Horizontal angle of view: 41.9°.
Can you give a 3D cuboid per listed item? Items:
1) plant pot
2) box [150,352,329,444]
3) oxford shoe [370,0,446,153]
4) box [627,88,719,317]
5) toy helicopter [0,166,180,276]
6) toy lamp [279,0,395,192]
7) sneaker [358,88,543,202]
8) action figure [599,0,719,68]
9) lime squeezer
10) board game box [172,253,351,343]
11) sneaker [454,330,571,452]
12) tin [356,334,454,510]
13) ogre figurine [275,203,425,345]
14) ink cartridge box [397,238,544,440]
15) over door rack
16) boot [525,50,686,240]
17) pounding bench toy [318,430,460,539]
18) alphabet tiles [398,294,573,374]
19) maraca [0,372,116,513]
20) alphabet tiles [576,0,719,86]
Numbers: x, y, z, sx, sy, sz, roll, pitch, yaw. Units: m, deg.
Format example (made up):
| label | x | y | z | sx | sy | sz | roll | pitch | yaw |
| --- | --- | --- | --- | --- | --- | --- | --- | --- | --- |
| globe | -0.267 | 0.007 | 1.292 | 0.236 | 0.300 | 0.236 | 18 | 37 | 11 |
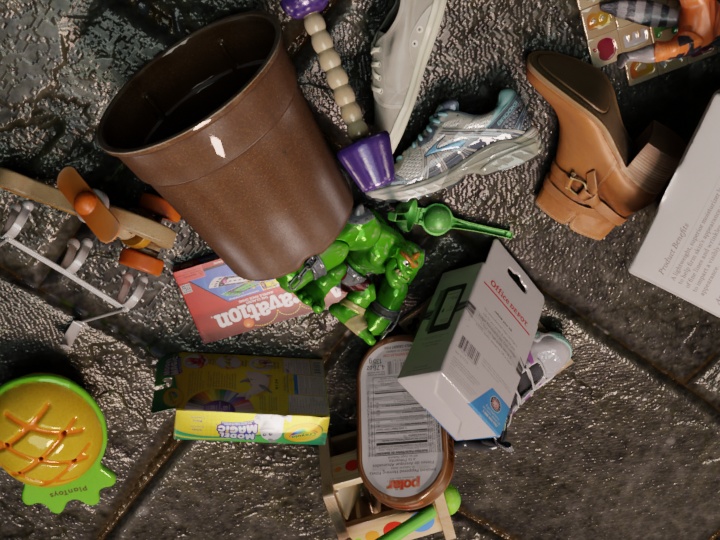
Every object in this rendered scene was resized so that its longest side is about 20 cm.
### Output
| label | x | y | z | sx | sy | sz | roll | pitch | yaw |
| --- | --- | --- | --- | --- | --- | --- | --- | --- | --- |
| plant pot | -0.114 | -0.110 | 0.915 | 0.199 | 0.201 | 0.199 | -28 | 126 | 9 |
| box | -0.139 | 0.147 | 1.090 | 0.198 | 0.118 | 0.049 | 6 | 118 | -9 |
| oxford shoe | 0.034 | -0.202 | 0.941 | 0.057 | 0.075 | 0.201 | 12 | 113 | -11 |
| box | 0.395 | -0.078 | 0.964 | 0.130 | 0.200 | 0.200 | 30 | 119 | 20 |
| toy helicopter | -0.285 | -0.063 | 0.958 | 0.198 | 0.132 | 0.079 | 20 | 86 | 2 |
| toy lamp | -0.018 | -0.175 | 0.916 | 0.058 | 0.058 | 0.201 | -20 | 92 | 5 |
| sneaker | 0.087 | -0.133 | 0.998 | 0.198 | 0.078 | 0.087 | -19 | 99 | 5 |
| action figure | 0.349 | -0.281 | 0.936 | 0.192 | 0.105 | 0.202 | 2 | 92 | -16 |
| lime squeezer | 0.083 | -0.059 | 1.036 | 0.199 | 0.070 | 0.038 | 7 | 83 | -44 |
| board game box | -0.103 | 0.012 | 1.075 | 0.198 | 0.019 | 0.104 | -17 | 121 | 2 |
| sneaker | 0.172 | 0.159 | 1.112 | 0.199 | 0.140 | 0.078 | -29 | 119 | 10 |
| tin | 0.049 | 0.171 | 1.085 | 0.111 | 0.202 | 0.042 | -8 | 157 | 16 |
| ogre figurine | 0.000 | 0.000 | 1.013 | 0.200 | 0.098 | 0.120 | 35 | 96 | -34 |
| ink cartridge box | 0.131 | 0.076 | 1.065 | 0.068 | 0.201 | 0.116 | -16 | 126 | 44 |
| over door rack | -0.323 | 0.002 | 0.988 | 0.147 | 0.067 | 0.199 | 36 | 145 | -23 |
| boot | 0.228 | -0.127 | 1.010 | 0.200 | 0.074 | 0.155 | 40 | 139 | 4 |
| pounding bench toy | 0.043 | 0.281 | 1.139 | 0.155 | 0.200 | 0.125 | -15 | 120 | 3 |
| alphabet tiles | 0.144 | 0.098 | 1.161 | 0.167 | 0.008 | 0.200 | -37 | 117 | 14 |
| maraca | -0.361 | 0.204 | 1.099 | 0.136 | 0.107 | 0.201 | -11 | 120 | -2 |
| alphabet tiles | 0.322 | -0.288 | 0.965 | 0.199 | 0.006 | 0.167 | -20 | 120 | 5 |
